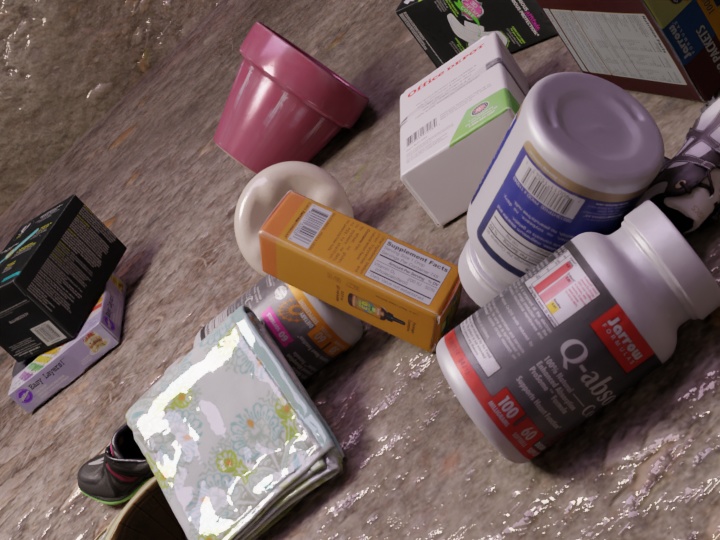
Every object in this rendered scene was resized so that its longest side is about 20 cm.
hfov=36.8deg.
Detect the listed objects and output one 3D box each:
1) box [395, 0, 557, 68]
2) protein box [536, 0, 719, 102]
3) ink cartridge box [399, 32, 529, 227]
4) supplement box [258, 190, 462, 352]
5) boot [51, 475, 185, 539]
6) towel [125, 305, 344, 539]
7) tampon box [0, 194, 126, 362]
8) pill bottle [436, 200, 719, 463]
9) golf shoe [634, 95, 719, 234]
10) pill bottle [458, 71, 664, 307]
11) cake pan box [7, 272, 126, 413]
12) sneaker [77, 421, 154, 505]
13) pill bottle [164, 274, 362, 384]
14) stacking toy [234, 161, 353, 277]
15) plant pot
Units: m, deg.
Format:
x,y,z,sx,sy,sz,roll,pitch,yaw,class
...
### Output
x,y,z,sx,sy,sz,roll,pitch,yaw,class
0.174,-0.371,1.432,0.198,0.125,0.150,-13,38,45,box
0.320,-0.297,1.098,0.199,0.135,0.200,-45,26,-6,protein box
0.123,-0.165,1.237,0.145,0.084,0.201,-31,28,21,ink cartridge box
0.000,0.000,1.052,0.198,0.067,0.069,27,58,15,supplement box
-0.266,0.290,1.118,0.154,0.072,0.201,-9,42,53,boot
-0.125,0.158,1.038,0.171,0.048,0.201,-40,59,5,towel
-0.484,0.012,1.671,0.149,0.127,0.201,-22,31,35,tampon box
0.165,0.044,0.821,0.199,0.116,0.116,-38,26,10,pill bottle
0.290,-0.078,0.890,0.199,0.077,0.095,-40,28,30,golf shoe
0.156,-0.053,0.904,0.201,0.118,0.121,115,179,-49,pill bottle
-0.453,0.108,1.682,0.199,0.052,0.185,-37,24,12,cake pan box
-0.252,0.204,1.209,0.198,0.084,0.077,-23,31,35,sneaker
-0.104,0.083,1.147,0.199,0.117,0.117,-39,26,9,pill bottle
-0.092,-0.058,1.372,0.146,0.146,0.200,-45,8,-6,stacking toy
-0.116,-0.231,1.578,0.180,0.199,0.200,-55,24,9,plant pot
